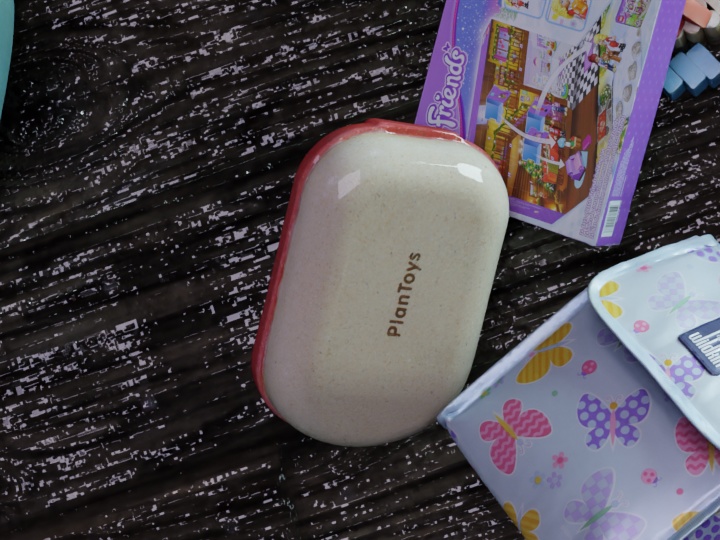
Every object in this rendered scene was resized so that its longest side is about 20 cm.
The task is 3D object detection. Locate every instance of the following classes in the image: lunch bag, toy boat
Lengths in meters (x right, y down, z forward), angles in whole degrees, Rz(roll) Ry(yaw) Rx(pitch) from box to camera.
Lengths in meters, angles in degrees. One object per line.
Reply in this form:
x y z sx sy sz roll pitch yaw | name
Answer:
0.173 0.090 1.620 0.200 0.127 0.170 -38 57 3 | lunch bag
0.000 0.000 1.693 0.130 0.131 0.200 8 107 -23 | toy boat

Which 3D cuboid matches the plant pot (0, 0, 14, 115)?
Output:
-0.299 -0.153 1.737 0.200 0.201 0.161 11 72 12 | plant pot

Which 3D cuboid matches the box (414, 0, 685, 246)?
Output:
0.112 -0.129 1.685 0.137 0.039 0.200 20 102 27 | box

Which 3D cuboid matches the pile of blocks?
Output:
0.207 -0.139 1.698 0.200 0.062 0.082 -10 80 10 | pile of blocks
